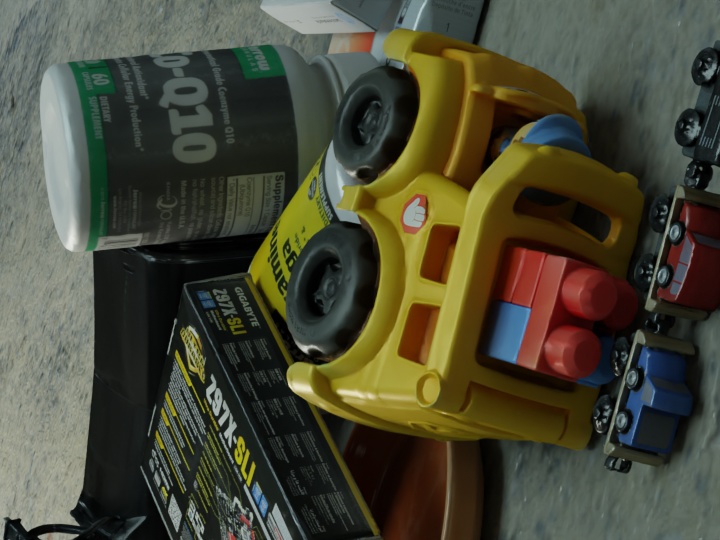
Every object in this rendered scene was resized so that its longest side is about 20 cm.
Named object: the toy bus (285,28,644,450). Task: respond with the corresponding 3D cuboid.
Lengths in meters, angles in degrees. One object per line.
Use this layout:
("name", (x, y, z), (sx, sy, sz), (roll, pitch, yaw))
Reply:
("toy bus", (0.073, -0.011, 1.147), (0.192, 0.135, 0.201), (7, 81, 58))

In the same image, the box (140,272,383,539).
("box", (-0.061, 0.129, 1.330), (0.201, 0.049, 0.160), (61, 146, 38))

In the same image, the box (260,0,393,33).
("box", (0.017, -0.248, 1.508), (0.201, 0.041, 0.156), (-61, 19, -5))

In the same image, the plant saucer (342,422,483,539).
("plant saucer", (0.023, 0.152, 1.310), (0.200, 0.032, 0.202), (-166, 90, -73))

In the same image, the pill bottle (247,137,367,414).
("pill bottle", (0.000, 0.000, 1.354), (0.200, 0.112, 0.113), (126, 151, -50))

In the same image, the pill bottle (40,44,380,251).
("pill bottle", (-0.086, -0.076, 1.412), (0.113, 0.198, 0.114), (173, 90, -74))

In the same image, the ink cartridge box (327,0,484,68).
("ink cartridge box", (0.037, -0.195, 1.481), (0.162, 0.050, 0.202), (-147, 68, -70))

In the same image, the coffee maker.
("coffee maker", (-0.119, 0.068, 1.482), (0.134, 0.192, 0.202), (14, 110, 34))

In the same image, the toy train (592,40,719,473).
("toy train", (0.147, -0.003, 1.052), (0.046, 0.034, 0.201), (24, 100, 60))
